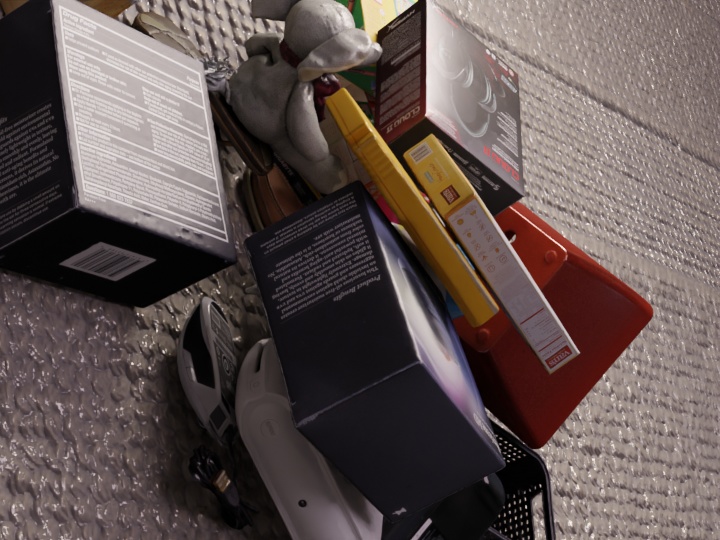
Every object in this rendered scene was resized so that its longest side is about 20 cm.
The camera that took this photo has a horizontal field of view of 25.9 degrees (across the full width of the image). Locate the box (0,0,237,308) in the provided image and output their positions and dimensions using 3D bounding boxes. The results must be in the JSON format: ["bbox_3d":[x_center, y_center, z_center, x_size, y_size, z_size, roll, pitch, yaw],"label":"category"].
[{"bbox_3d":[-0.220,-0.095,1.314,0.199,0.122,0.201,21,52,-52],"label":"box"}]

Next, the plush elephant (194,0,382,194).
[{"bbox_3d":[-0.051,-0.202,1.529,0.199,0.154,0.166,28,32,-54],"label":"plush elephant"}]

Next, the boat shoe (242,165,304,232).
[{"bbox_3d":[-0.050,-0.025,1.594,0.202,0.068,0.072,63,29,-2],"label":"boat shoe"}]

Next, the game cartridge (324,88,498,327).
[{"bbox_3d":[0.041,-0.058,1.374,0.201,0.032,0.176,52,4,-17],"label":"game cartridge"}]

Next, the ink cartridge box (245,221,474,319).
[{"bbox_3d":[0.000,0.000,1.498,0.198,0.115,0.069,17,65,-35],"label":"ink cartridge box"}]

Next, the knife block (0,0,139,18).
[{"bbox_3d":[-0.297,-0.314,1.416,0.199,0.064,0.177,-13,80,-60],"label":"knife block"}]

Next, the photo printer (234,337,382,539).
[{"bbox_3d":[-0.048,0.158,1.403,0.167,0.069,0.202,-79,145,-73],"label":"photo printer"}]

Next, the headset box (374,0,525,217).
[{"bbox_3d":[0.088,-0.151,1.564,0.148,0.077,0.202,35,38,-31],"label":"headset box"}]

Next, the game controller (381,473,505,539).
[{"bbox_3d":[0.056,0.253,1.485,0.200,0.042,0.105,-47,120,-18],"label":"game controller"}]

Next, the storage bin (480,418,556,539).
[{"bbox_3d":[0.112,0.235,1.634,0.199,0.093,0.137,36,40,-39],"label":"storage bin"}]

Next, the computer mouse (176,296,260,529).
[{"bbox_3d":[-0.132,0.119,1.369,0.110,0.043,0.202,58,19,-56],"label":"computer mouse"}]

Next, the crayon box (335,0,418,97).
[{"bbox_3d":[0.039,-0.241,1.698,0.199,0.058,0.120,27,46,-46],"label":"crayon box"}]

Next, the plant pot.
[{"bbox_3d":[0.155,0.031,1.647,0.200,0.200,0.176,40,-1,34],"label":"plant pot"}]

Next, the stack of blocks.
[{"bbox_3d":[0.007,-0.154,1.698,0.115,0.058,0.202,-1,68,-58],"label":"stack of blocks"}]

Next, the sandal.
[{"bbox_3d":[-0.161,-0.167,1.546,0.200,0.055,0.082,45,22,-5],"label":"sandal"}]

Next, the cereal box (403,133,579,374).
[{"bbox_3d":[0.118,-0.015,1.421,0.201,0.039,0.144,54,4,-30],"label":"cereal box"}]

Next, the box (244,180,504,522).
[{"bbox_3d":[0.014,0.072,1.332,0.200,0.122,0.200,51,17,-50],"label":"box"}]

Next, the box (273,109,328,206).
[{"bbox_3d":[-0.026,-0.094,1.707,0.201,0.049,0.160,53,29,-19],"label":"box"}]

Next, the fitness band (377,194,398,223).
[{"bbox_3d":[0.071,-0.057,1.655,0.037,0.145,0.199,32,19,26],"label":"fitness band"}]
